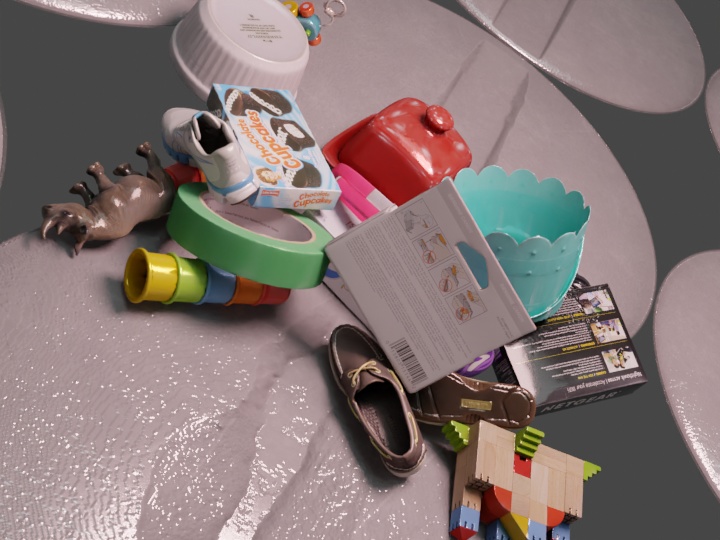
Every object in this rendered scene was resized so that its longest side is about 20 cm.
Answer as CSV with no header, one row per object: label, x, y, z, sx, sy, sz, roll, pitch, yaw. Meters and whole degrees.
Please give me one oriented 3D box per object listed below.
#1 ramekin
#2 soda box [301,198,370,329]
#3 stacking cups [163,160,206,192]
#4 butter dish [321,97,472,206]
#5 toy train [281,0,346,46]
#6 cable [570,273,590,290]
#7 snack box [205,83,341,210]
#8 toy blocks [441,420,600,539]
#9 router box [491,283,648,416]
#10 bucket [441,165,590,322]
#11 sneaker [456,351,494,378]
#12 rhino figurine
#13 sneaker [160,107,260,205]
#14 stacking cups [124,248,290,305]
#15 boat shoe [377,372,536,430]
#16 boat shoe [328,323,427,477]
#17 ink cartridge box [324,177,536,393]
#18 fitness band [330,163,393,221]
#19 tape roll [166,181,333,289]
ramekin,-0.163,-0.315,1.681,0.201,0.094,0.204,21,41,-20
soda box,0.000,0.000,1.523,0.200,0.068,0.064,46,40,9
stacking cups,-0.178,-0.141,1.527,0.061,0.061,0.199,46,39,10
butter dish,0.080,-0.172,1.689,0.199,0.148,0.200,43,39,7
toy train,-0.127,-0.398,1.755,0.199,0.150,0.056,32,55,-15
cable,0.294,0.076,1.703,0.162,0.051,0.202,14,47,-38
snack box,-0.112,-0.157,1.508,0.115,0.037,0.201,0,46,-32
toy blocks,0.185,0.270,1.402,0.198,0.100,0.138,23,53,-18
router box,0.268,0.106,1.591,0.198,0.051,0.151,-8,67,-25
bucket,0.191,-0.033,1.555,0.204,0.136,0.208,4,31,-2
sneaker,0.125,0.087,1.479,0.200,0.083,0.082,34,58,-56
rhino figurine,-0.291,-0.077,1.379,0.088,0.060,0.200,49,42,6
sneaker,-0.186,-0.163,1.426,0.075,0.087,0.200,-32,44,-17
stacking cups,-0.174,0.015,1.384,0.198,0.061,0.061,8,48,-40
boat shoe,0.111,0.161,1.461,0.198,0.076,0.072,15,77,-2
boat shoe,0.016,0.142,1.389,0.071,0.060,0.201,-25,65,-3
ink cartridge box,0.081,0.015,1.363,0.201,0.175,0.045,59,22,-7
fitness band,0.025,-0.059,1.548,0.200,0.037,0.144,45,-8,32
tape roll,-0.129,-0.043,1.414,0.198,0.049,0.201,21,15,-6
